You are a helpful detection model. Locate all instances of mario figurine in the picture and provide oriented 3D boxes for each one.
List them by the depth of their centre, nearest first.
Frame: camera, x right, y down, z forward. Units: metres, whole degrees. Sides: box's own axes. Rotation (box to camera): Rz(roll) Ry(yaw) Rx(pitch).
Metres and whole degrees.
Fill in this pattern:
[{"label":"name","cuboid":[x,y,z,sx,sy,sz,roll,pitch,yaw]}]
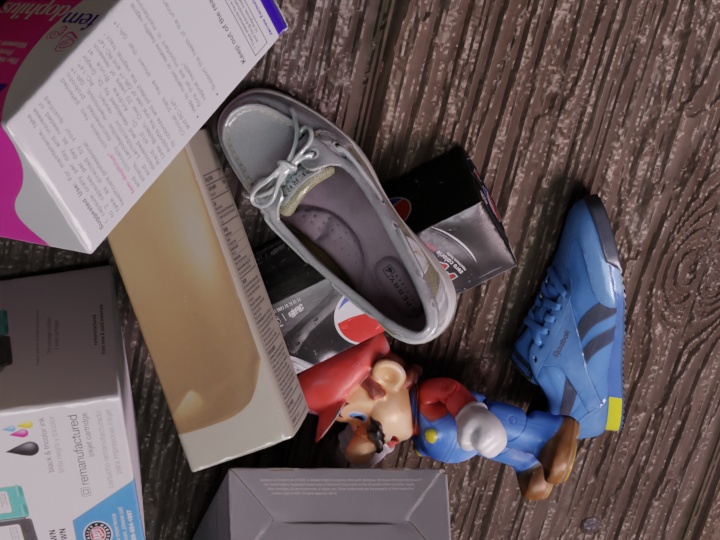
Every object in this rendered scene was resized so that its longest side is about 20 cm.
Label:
[{"label":"mario figurine","cuboid":[0.045,0.119,1.513,0.198,0.106,0.124,19,122,-4]}]

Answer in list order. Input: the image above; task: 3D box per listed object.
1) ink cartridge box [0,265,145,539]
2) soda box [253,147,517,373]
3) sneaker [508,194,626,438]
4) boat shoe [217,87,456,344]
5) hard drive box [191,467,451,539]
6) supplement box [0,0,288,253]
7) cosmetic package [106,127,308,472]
[{"label":"ink cartridge box","cuboid":[-0.251,0.107,1.439,0.198,0.147,0.148,-8,126,-4]},{"label":"soda box","cuboid":[0.000,0.000,1.457,0.199,0.071,0.064,-26,127,9]},{"label":"sneaker","cuboid":[0.144,0.039,1.519,0.078,0.066,0.201,-5,127,-3]},{"label":"boat shoe","cuboid":[-0.017,-0.035,1.381,0.074,0.065,0.202,-39,86,8]},{"label":"hard drive box","cuboid":[-0.033,0.205,1.541,0.154,0.077,0.200,2,158,-12]},{"label":"supplement box","cuboid":[-0.151,-0.117,1.258,0.200,0.101,0.104,-53,132,-28]},{"label":"cosmetic package","cuboid":[-0.102,0.016,1.374,0.071,0.105,0.202,-19,93,7]}]
